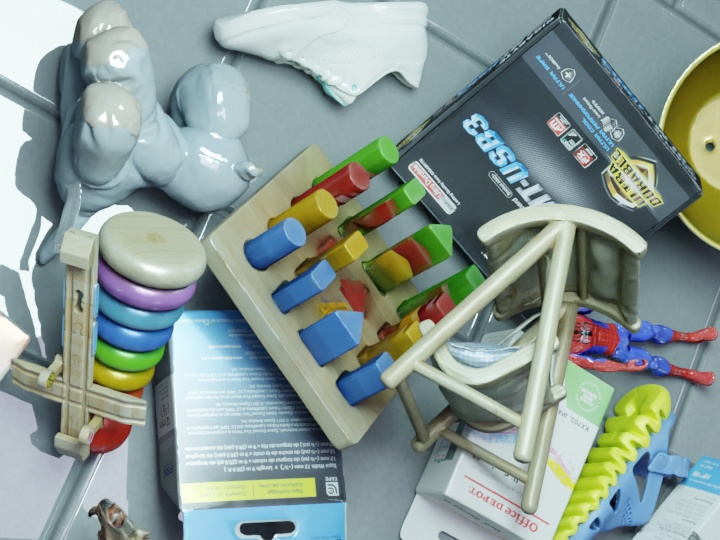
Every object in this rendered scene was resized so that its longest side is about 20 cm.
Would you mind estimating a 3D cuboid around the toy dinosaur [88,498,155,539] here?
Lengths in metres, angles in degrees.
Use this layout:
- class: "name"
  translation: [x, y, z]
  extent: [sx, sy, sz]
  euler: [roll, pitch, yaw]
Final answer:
- class: "toy dinosaur"
  translation: [-0.188, 0.286, 1.263]
  extent: [0.135, 0.086, 0.202]
  euler: [34, 101, 25]

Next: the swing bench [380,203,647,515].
- class: "swing bench"
  translation: [0.129, 0.061, 1.283]
  extent: [0.129, 0.199, 0.201]
  euler: [27, 75, 17]

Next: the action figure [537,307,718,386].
- class: "action figure"
  translation: [0.252, 0.062, 1.448]
  extent: [0.198, 0.099, 0.066]
  euler: [9, 79, -26]

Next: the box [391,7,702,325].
- class: "box"
  translation: [0.160, -0.087, 1.401]
  extent: [0.198, 0.050, 0.200]
  euler: [-38, 101, 18]

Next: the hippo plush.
- class: "hippo plush"
  translation: [-0.153, -0.103, 1.272]
  extent: [0.159, 0.159, 0.203]
  euler: [7, 82, -21]

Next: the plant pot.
- class: "plant pot"
  translation: [0.360, -0.117, 1.479]
  extent: [0.197, 0.142, 0.203]
  euler: [0, 97, 2]

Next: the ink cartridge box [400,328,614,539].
- class: "ink cartridge box"
  translation: [0.128, 0.168, 1.413]
  extent: [0.116, 0.067, 0.202]
  euler: [30, 75, -18]

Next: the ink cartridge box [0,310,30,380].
- class: "ink cartridge box"
  translation: [-0.374, 0.080, 1.224]
  extent: [0.162, 0.050, 0.201]
  euler: [40, 69, -14]

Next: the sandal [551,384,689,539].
- class: "sandal"
  translation: [0.232, 0.199, 1.451]
  extent: [0.200, 0.079, 0.087]
  euler: [-46, 106, -18]

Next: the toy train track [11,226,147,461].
- class: "toy train track"
  translation: [-0.215, 0.063, 1.203]
  extent: [0.113, 0.033, 0.202]
  euler: [16, 122, 12]

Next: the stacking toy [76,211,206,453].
- class: "stacking toy"
  translation: [-0.186, 0.058, 1.248]
  extent: [0.084, 0.086, 0.202]
  euler: [11, 119, -21]

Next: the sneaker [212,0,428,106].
- class: "sneaker"
  translation: [-0.029, -0.185, 1.383]
  extent: [0.198, 0.075, 0.090]
  euler: [-5, 99, -24]

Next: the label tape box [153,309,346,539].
- class: "label tape box"
  translation: [-0.091, 0.135, 1.312]
  extent: [0.141, 0.066, 0.203]
  euler: [0, 77, -23]

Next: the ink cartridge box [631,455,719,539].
- class: "ink cartridge box"
  translation: [0.297, 0.281, 1.461]
  extent: [0.200, 0.066, 0.116]
  euler: [-44, 116, -20]

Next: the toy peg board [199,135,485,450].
- class: "toy peg board"
  translation: [0.000, 0.000, 1.307]
  extent: [0.201, 0.097, 0.199]
  euler: [55, 35, -8]
